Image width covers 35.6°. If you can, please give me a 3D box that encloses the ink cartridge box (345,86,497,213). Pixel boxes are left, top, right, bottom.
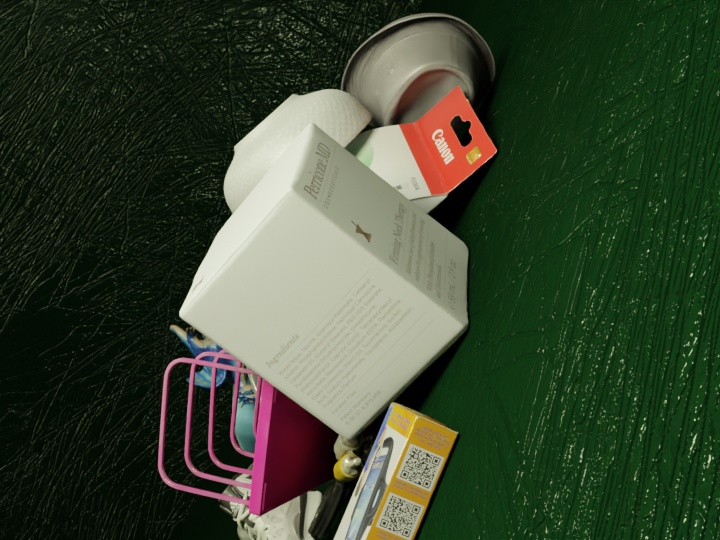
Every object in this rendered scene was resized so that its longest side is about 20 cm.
[{"bbox_3d":[0.040,-0.114,1.228,0.200,0.050,0.161,-42,34,17],"label":"ink cartridge box"}]

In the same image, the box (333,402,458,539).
[{"bbox_3d":[0.011,0.207,0.889,0.200,0.041,0.119,-65,6,-5],"label":"box"}]

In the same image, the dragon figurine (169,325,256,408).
[{"bbox_3d":[-0.188,0.120,1.450,0.059,0.200,0.100,-10,-79,-54],"label":"dragon figurine"}]

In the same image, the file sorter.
[{"bbox_3d":[-0.100,0.146,1.143,0.200,0.125,0.139,-7,-75,-66],"label":"file sorter"}]

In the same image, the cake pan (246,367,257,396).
[{"bbox_3d":[-0.059,0.096,1.335,0.037,0.200,0.200,-3,-53,-48],"label":"cake pan"}]

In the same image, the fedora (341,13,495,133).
[{"bbox_3d":[0.071,-0.206,1.331,0.200,0.177,0.090,-45,34,38],"label":"fedora"}]

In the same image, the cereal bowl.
[{"bbox_3d":[-0.086,-0.144,1.308,0.200,0.083,0.200,-41,9,8],"label":"cereal bowl"}]

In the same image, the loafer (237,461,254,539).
[{"bbox_3d":[-0.115,0.301,1.502,0.070,0.075,0.200,-52,15,16],"label":"loafer"}]

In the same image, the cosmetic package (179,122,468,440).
[{"bbox_3d":[-0.027,0.009,1.030,0.166,0.200,0.167,-46,15,24],"label":"cosmetic package"}]

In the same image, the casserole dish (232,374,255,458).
[{"bbox_3d":[-0.146,0.166,1.522,0.121,0.039,0.200,81,-174,-53],"label":"casserole dish"}]

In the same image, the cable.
[{"bbox_3d":[-0.020,0.194,1.125,0.200,0.050,0.097,123,166,-50],"label":"cable"}]

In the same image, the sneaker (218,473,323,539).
[{"bbox_3d":[-0.109,0.292,1.221,0.201,0.115,0.076,-84,19,-68],"label":"sneaker"}]
